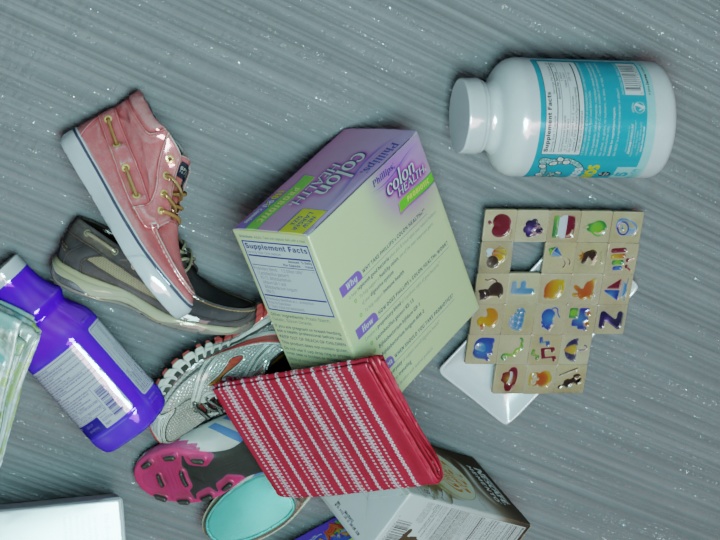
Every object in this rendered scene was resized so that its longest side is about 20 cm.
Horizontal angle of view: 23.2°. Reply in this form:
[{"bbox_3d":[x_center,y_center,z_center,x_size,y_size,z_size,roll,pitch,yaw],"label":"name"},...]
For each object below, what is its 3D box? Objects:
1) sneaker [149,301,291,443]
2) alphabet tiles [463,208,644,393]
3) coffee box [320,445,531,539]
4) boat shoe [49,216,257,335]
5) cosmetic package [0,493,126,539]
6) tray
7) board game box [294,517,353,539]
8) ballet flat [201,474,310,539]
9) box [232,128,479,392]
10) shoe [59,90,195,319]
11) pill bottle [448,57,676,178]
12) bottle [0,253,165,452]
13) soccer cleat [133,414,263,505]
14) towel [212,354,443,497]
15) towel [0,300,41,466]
[{"bbox_3d":[-0.119,0.104,1.679,0.199,0.082,0.078,-37,152,6],"label":"sneaker"},{"bbox_3d":[0.191,0.033,1.754,0.165,0.008,0.202,0,114,-14],"label":"alphabet tiles"},{"bbox_3d":[0.060,0.231,1.739,0.199,0.114,0.080,21,110,-47],"label":"coffee box"},{"bbox_3d":[-0.187,0.004,1.625,0.198,0.075,0.074,17,102,-9],"label":"boat shoe"},{"bbox_3d":[-0.321,0.325,1.683,0.198,0.123,0.202,-4,86,-10],"label":"cosmetic package"},{"bbox_3d":[0.178,0.055,1.776,0.107,0.022,0.200,38,101,-26],"label":"tray"},{"bbox_3d":[-0.038,0.368,1.824,0.134,0.045,0.202,-24,121,-31],"label":"board game box"},{"bbox_3d":[-0.071,0.210,1.764,0.199,0.062,0.068,-36,89,6],"label":"ballet flat"},{"bbox_3d":[0.000,0.000,1.619,0.176,0.096,0.201,-45,126,-37],"label":"box"},{"bbox_3d":[-0.183,-0.062,1.569,0.091,0.071,0.201,-33,79,0],"label":"shoe"},{"bbox_3d":[0.186,-0.143,1.639,0.198,0.111,0.112,0,114,-13],"label":"pill bottle"},{"bbox_3d":[-0.272,0.075,1.634,0.083,0.065,0.200,-34,102,32],"label":"bottle"},{"bbox_3d":[-0.128,0.175,1.737,0.198,0.087,0.070,-16,114,21],"label":"soccer cleat"},{"bbox_3d":[-0.030,0.146,1.605,0.199,0.023,0.145,-11,118,38],"label":"towel"},{"bbox_3d":[-0.401,0.089,1.602,0.198,0.048,0.173,21,108,7],"label":"towel"}]
